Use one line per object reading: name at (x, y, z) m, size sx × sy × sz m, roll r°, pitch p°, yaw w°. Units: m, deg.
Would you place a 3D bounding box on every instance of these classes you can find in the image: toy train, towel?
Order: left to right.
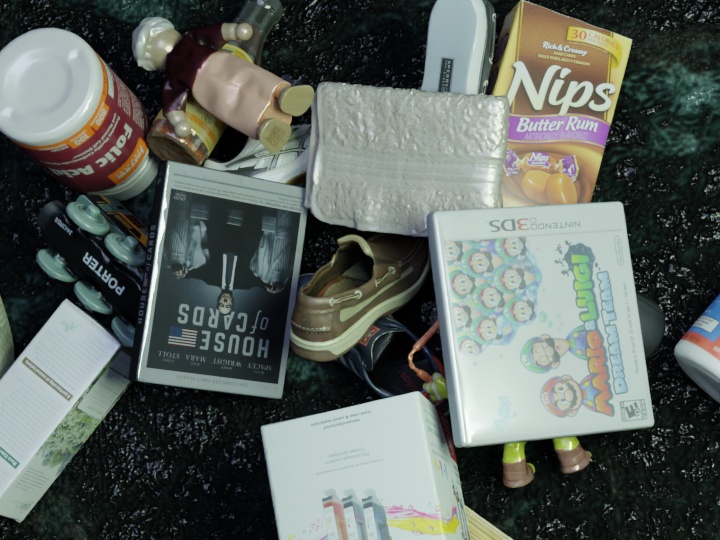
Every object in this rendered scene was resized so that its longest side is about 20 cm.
toy train at (-0.219, 0.002, 1.513) m, size 0.200 × 0.114 × 0.085 m, roll 40°, pitch 109°, yaw 18°
towel at (0.039, -0.099, 1.424) m, size 0.200 × 0.034 × 0.133 m, roll 7°, pitch 98°, yaw 29°

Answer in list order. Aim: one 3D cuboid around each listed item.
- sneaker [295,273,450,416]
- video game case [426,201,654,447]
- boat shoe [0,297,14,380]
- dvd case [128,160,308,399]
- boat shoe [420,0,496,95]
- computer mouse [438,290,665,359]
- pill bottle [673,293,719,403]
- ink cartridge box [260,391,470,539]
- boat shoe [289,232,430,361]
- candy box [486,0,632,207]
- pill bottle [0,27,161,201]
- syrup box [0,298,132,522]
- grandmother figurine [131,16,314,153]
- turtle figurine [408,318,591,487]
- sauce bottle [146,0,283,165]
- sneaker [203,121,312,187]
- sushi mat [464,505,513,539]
sneaker at (0.005, 0.060, 1.459) m, size 0.200 × 0.085 × 0.075 m, roll 34°, pitch 83°, yaw 20°
video game case at (0.154, 0.043, 1.355) m, size 0.182 × 0.024 × 0.200 m, roll -4°, pitch 81°, yaw -20°
boat shoe at (-0.389, 0.045, 1.558) m, size 0.062 × 0.075 × 0.200 m, roll -26°, pitch 60°, yaw 7°
dvd case at (-0.127, 0.011, 1.452) m, size 0.025 × 0.150 × 0.200 m, roll -1°, pitch 81°, yaw 59°
boat shoe at (0.085, -0.157, 1.452) m, size 0.070 × 0.066 × 0.200 m, roll 13°, pitch 102°, yaw 29°
computer mouse at (0.167, 0.047, 1.447) m, size 0.200 × 0.046 × 0.140 m, roll 28°, pitch 80°, yaw 19°
pill bottle at (0.374, 0.031, 1.370) m, size 0.112 × 0.112 × 0.200 m, roll 39°, pitch 85°, yaw 20°
ink cartridge box at (0.014, 0.226, 1.361) m, size 0.145 × 0.145 × 0.200 m, roll -13°, pitch 72°, yaw 10°
boat shoe at (0.006, 0.001, 1.428) m, size 0.075 × 0.075 × 0.202 m, roll 11°, pitch 35°, yaw 25°
candy box at (0.169, -0.138, 1.477) m, size 0.117 × 0.056 × 0.200 m, roll 18°, pitch 76°, yaw -8°
pill bottle at (-0.268, -0.141, 1.521) m, size 0.114 × 0.200 × 0.114 m, roll -4°, pitch 73°, yaw 12°
syrup box at (-0.303, 0.135, 1.509) m, size 0.081 × 0.079 × 0.200 m, roll 37°, pitch 85°, yaw 20°
grandmother figurine at (-0.143, -0.180, 1.489) m, size 0.200 × 0.061 × 0.121 m, roll 34°, pitch 85°, yaw 29°
turtle figurine at (0.154, 0.101, 1.392) m, size 0.200 × 0.064 × 0.161 m, roll -19°, pitch 101°, yaw -9°
sauce bottle at (-0.139, -0.192, 1.565) m, size 0.066 × 0.066 × 0.200 m, roll 18°, pitch 65°, yaw 17°
sneaker at (-0.064, -0.119, 1.534) m, size 0.200 × 0.076 × 0.088 m, roll -30°, pitch 70°, yaw 2°
sushi mat at (0.044, 0.234, 1.436) m, size 0.200 × 0.012 × 0.096 m, roll 34°, pitch 84°, yaw 20°
